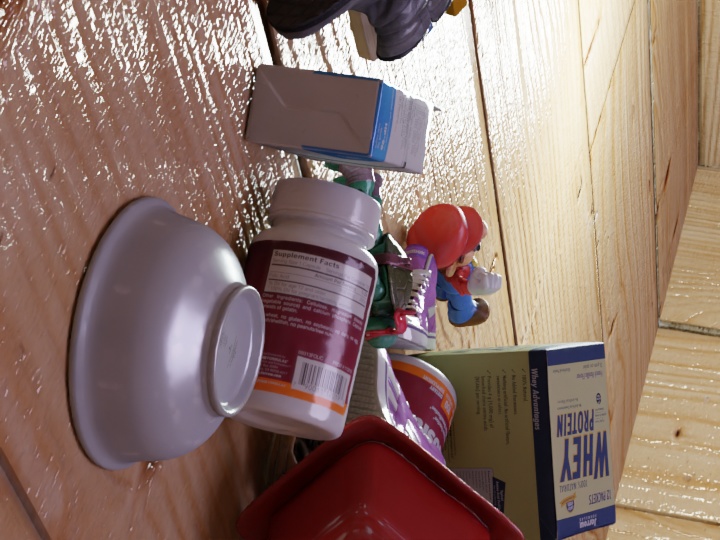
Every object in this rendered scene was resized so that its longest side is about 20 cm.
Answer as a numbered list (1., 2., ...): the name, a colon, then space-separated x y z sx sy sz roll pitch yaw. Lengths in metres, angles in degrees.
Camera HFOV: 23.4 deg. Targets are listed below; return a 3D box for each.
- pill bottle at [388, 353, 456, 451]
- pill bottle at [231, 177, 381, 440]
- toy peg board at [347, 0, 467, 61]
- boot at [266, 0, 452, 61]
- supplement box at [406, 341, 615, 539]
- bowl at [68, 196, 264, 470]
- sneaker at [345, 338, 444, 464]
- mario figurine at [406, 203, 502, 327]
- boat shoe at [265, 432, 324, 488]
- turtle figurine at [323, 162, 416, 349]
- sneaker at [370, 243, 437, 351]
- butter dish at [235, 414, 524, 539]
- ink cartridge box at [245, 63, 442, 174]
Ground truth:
1. pill bottle: 0.021 0.193 1.758 0.114 0.112 0.201 78 27 -48
2. pill bottle: -0.049 0.032 1.464 0.114 0.113 0.202 50 50 -67
3. toy peg board: 0.074 -0.320 1.613 0.199 0.097 0.201 -50 144 -29
4. boot: 0.011 -0.228 1.502 0.200 0.070 0.132 -41 141 -21
5. supplement box: 0.153 0.183 1.873 0.134 0.198 0.203 -2 88 -55
6. bowl: -0.127 0.052 1.266 0.201 0.089 0.204 8 90 -73
7. sneaker: 0.025 0.146 1.673 0.114 0.072 0.202 34 35 -46
8. mario figurine: 0.121 -0.015 1.980 0.107 0.122 0.200 -60 160 -20
9. boat shoe: -0.046 0.171 1.565 0.076 0.071 0.202 -123 -154 -56
10. turtle figurine: 0.000 0.000 1.612 0.150 0.099 0.202 120 -31 -72
11. sneaker: 0.043 0.028 1.841 0.200 0.072 0.116 14 81 -83
12. butter dish: 0.008 0.258 1.479 0.199 0.200 0.148 -41 -162 29
13. ink cartridge box: -0.009 -0.127 1.513 0.200 0.115 0.069 6 94 -72
